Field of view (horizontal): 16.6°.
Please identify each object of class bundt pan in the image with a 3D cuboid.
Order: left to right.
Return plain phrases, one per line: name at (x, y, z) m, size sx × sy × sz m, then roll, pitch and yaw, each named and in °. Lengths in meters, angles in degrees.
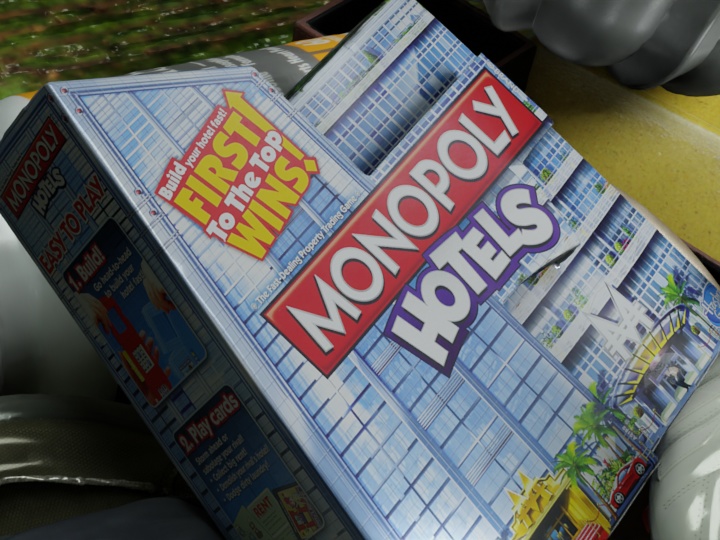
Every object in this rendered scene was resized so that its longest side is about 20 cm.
bundt pan at (0.090, -0.133, 0.926) m, size 0.201 × 0.076 × 0.202 m, roll 22°, pitch 25°, yaw -11°

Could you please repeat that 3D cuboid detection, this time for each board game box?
board game box at (0.000, 0.000, 0.717) m, size 0.200 × 0.062 × 0.200 m, roll 44°, pitch 51°, yaw -4°

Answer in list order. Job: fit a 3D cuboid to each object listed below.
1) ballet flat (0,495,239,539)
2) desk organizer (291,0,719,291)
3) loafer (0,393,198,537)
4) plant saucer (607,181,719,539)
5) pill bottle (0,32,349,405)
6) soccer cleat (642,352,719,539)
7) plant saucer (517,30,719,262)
ballet flat at (-0.122, 0.113, 0.685) m, size 0.199 × 0.073 × 0.073 m, roll -14°, pitch 45°, yaw -7°
desk organizer at (0.063, -0.027, 0.912) m, size 0.200 × 0.077 × 0.072 m, roll 34°, pitch 45°, yaw 24°
loafer at (-0.067, 0.084, 0.755) m, size 0.199 × 0.075 × 0.070 m, roll -4°, pitch 39°, yaw -18°
plant saucer at (0.047, 0.053, 0.776) m, size 0.199 × 0.029 × 0.201 m, roll 13°, pitch 61°, yaw -24°
pill bottle at (-0.070, -0.009, 0.831) m, size 0.199 × 0.117 × 0.116 m, roll -13°, pitch 46°, yaw -27°
soccer cleat at (0.154, 0.029, 0.780) m, size 0.069 × 0.078 × 0.200 m, roll 44°, pitch 52°, yaw -3°
plant saucer at (0.158, -0.076, 1.014) m, size 0.199 × 0.049 × 0.200 m, roll 29°, pitch 44°, yaw 18°
